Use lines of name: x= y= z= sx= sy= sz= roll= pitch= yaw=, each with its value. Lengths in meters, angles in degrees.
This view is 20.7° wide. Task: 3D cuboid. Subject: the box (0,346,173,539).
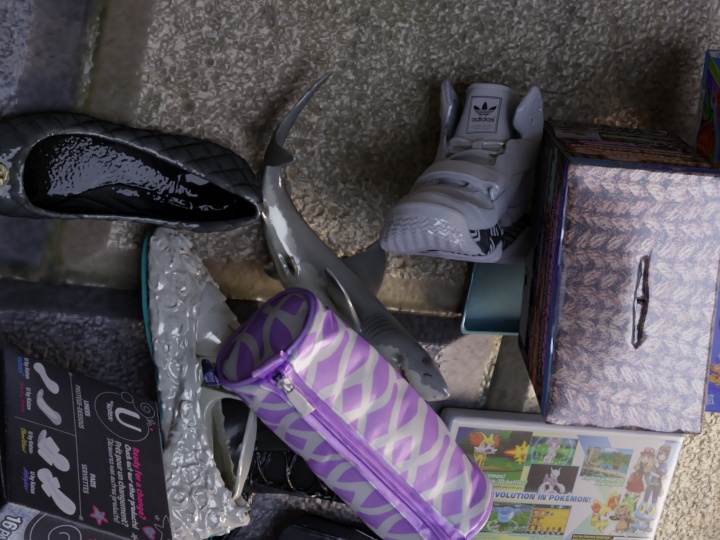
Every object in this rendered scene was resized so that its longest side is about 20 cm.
box: x=-0.211 y=0.169 z=1.185 sx=0.115 sy=0.132 sz=0.200 roll=21 pitch=124 yaw=-29

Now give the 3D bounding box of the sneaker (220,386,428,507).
sneaker: x=-0.034 y=0.117 z=1.303 sx=0.199 sy=0.091 sz=0.076 roll=-7 pitch=122 yaw=-20

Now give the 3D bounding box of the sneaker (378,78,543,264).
sneaker: x=0.065 y=-0.064 z=1.236 sx=0.075 sy=0.200 sz=0.115 roll=6 pitch=91 yaw=18

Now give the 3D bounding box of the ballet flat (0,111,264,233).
ballet flat: x=-0.153 y=-0.058 z=1.199 sx=0.200 sy=0.057 sz=0.067 roll=2 pitch=107 yaw=-24

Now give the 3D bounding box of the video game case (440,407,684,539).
video game case: x=0.128 y=0.193 z=1.447 sx=0.200 sy=0.022 sz=0.183 roll=6 pitch=108 yaw=-25

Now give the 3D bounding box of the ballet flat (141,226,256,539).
ballet flat: x=-0.097 y=0.071 z=1.240 sx=0.072 sy=0.072 sz=0.201 roll=-3 pitch=90 yaw=-23

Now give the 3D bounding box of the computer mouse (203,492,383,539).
computer mouse: x=-0.035 y=0.233 z=1.365 sx=0.200 sy=0.046 sz=0.141 roll=23 pitch=101 yaw=-22

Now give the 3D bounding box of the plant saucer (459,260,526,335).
plant saucer: x=0.162 y=0.014 z=1.392 sx=0.200 sy=0.019 sz=0.070 roll=3 pitch=109 yaw=-26

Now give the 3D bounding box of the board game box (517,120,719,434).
board game box: x=0.162 y=-0.002 z=1.251 sx=0.097 sy=0.200 sz=0.160 roll=4 pitch=102 yaw=-1

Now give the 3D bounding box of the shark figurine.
shark figurine: x=-0.016 y=-0.014 z=1.283 sx=0.089 sy=0.128 sz=0.215 roll=-36 pitch=105 yaw=-36

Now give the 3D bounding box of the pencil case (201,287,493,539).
pencil case: x=-0.001 y=0.097 z=1.215 sx=0.084 sy=0.086 sz=0.200 roll=-44 pitch=116 yaw=4

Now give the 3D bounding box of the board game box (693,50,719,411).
board game box: x=0.242 y=-0.027 z=1.276 sx=0.045 sy=0.135 sz=0.200 roll=4 pitch=112 yaw=-1
